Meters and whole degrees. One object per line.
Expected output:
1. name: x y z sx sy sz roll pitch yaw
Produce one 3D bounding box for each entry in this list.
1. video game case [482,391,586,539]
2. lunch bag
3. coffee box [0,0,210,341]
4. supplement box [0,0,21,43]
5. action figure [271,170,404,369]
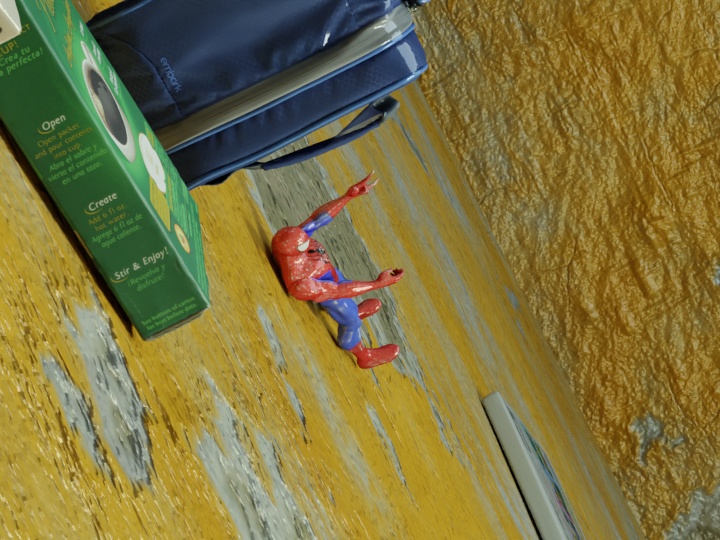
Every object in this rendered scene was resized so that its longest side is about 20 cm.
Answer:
1. video game case: 0.192 0.239 2.566 0.200 0.024 0.182 67 8 31
2. lunch bag: -0.052 -0.129 1.512 0.136 0.200 0.132 -104 169 -80
3. coffee box: -0.144 -0.074 1.294 0.200 0.044 0.123 60 8 -28
4. supplement box: -0.222 -0.180 1.012 0.200 0.073 0.126 56 10 -43
5. action figure: 0.000 0.000 1.830 0.065 0.099 0.200 66 10 27
